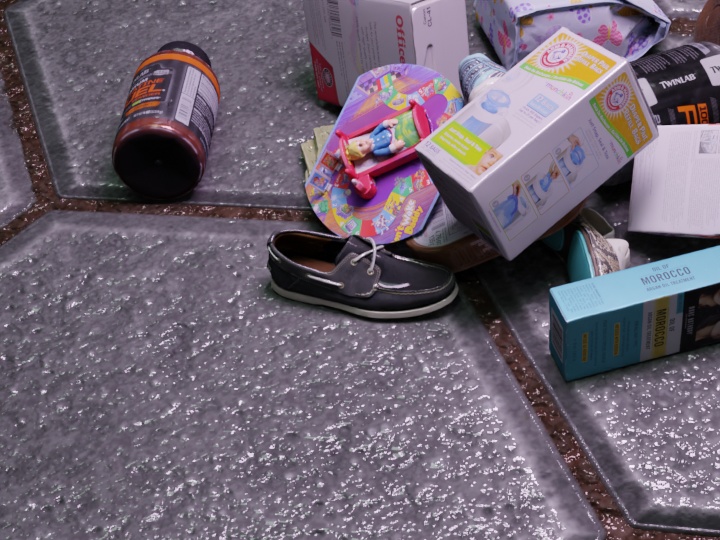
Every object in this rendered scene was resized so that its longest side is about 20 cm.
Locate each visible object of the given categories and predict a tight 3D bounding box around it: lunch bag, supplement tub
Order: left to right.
[{"bbox_3d":[-0.218,-0.180,1.702,0.106,0.108,0.201,-2,41,5],"label":"supplement tub"},{"bbox_3d":[0.253,-0.326,1.793,0.198,0.128,0.170,-7,43,-11],"label":"lunch bag"},{"bbox_3d":[0.331,-0.174,1.608,0.199,0.123,0.123,-18,42,-12],"label":"supplement tub"}]

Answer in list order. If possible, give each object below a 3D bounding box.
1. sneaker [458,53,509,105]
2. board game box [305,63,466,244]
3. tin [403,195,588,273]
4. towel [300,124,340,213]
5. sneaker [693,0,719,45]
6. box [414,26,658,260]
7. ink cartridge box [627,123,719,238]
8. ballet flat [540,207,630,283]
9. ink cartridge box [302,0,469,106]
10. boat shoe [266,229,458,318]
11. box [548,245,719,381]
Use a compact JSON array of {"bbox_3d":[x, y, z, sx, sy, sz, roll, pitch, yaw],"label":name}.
[{"bbox_3d":[0.165,-0.172,1.577,0.077,0.200,0.087,-33,61,13],"label":"sneaker"},{"bbox_3d":[0.021,-0.128,1.549,0.157,0.039,0.201,25,88,32],"label":"board game box"},{"bbox_3d":[0.136,-0.065,1.523,0.199,0.042,0.112,-23,43,15],"label":"tin"},{"bbox_3d":[0.036,-0.120,1.653,0.198,0.037,0.149,-10,40,-2],"label":"towel"},{"bbox_3d":[0.453,-0.257,1.745,0.084,0.073,0.201,21,28,-19],"label":"sneaker"},{"bbox_3d":[0.173,-0.126,1.448,0.200,0.102,0.112,-39,39,-6],"label":"box"},{"bbox_3d":[0.346,-0.086,1.452,0.050,0.110,0.200,5,1,-30],"label":"ink cartridge box"},{"bbox_3d":[0.228,-0.028,1.504,0.075,0.068,0.200,-7,37,-17],"label":"ballet flat"},{"bbox_3d":[0.030,-0.255,1.690,0.085,0.149,0.199,-25,31,-33],"label":"ink cartridge box"},{"bbox_3d":[0.000,0.000,1.499,0.198,0.068,0.072,9,42,15],"label":"boat shoe"},{"bbox_3d":[0.279,0.038,1.405,0.198,0.083,0.049,-14,43,-8],"label":"box"}]
